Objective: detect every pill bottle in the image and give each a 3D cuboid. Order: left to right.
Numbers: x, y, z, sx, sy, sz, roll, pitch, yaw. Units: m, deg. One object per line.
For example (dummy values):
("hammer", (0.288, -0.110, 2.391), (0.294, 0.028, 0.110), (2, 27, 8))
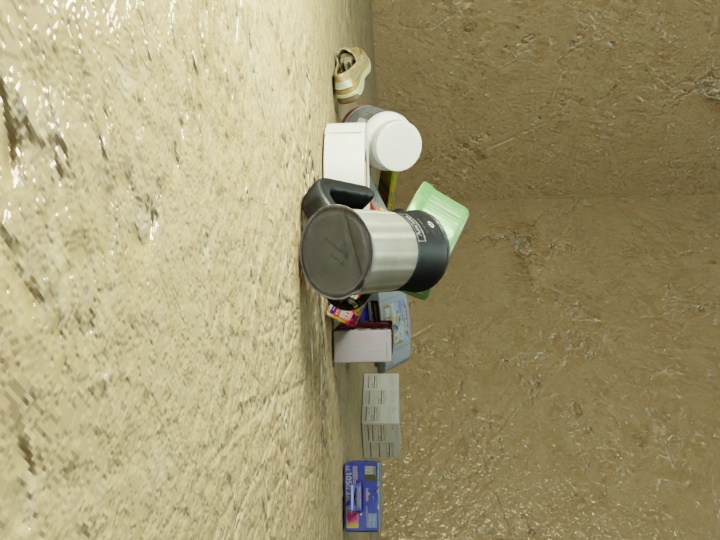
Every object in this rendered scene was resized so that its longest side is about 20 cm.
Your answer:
("pill bottle", (0.039, -0.264, 1.362), (0.200, 0.115, 0.117), (-136, -139, -63))

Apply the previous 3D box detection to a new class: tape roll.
("tape roll", (-0.022, -0.162, 1.214), (0.202, 0.070, 0.205), (-1, 90, -86))

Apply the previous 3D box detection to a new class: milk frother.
("milk frother", (-0.014, -0.006, 0.928), (0.187, 0.180, 0.201), (-2, 124, -53))

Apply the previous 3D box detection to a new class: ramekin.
("ramekin", (0.113, -0.046, 1.209), (0.201, 0.097, 0.200), (-63, 174, -11))

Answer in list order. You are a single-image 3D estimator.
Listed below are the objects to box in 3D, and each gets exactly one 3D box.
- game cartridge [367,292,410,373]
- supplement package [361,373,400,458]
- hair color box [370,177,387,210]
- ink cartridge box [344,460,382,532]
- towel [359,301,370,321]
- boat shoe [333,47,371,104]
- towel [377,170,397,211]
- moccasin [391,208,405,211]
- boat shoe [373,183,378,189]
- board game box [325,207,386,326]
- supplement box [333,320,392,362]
("game cartridge", (0.068, 0.118, 1.540), (0.133, 0.041, 0.202), (-14, 100, -53))
("supplement package", (0.064, 0.434, 2.042), (0.201, 0.110, 0.157), (-85, 173, -54))
("hair color box", (0.026, -0.109, 1.478), (0.201, 0.061, 0.102), (61, 18, -27))
("ink cartridge box", (0.007, 0.469, 1.427), (0.200, 0.076, 0.138), (80, 9, -75))
("towel", (0.039, 0.117, 1.564), (0.199, 0.049, 0.149), (12, 71, -57))
("boat shoe", (-0.021, -0.415, 1.372), (0.201, 0.071, 0.077), (-89, 160, -50))
("towel", (0.060, -0.230, 1.510), (0.086, 0.018, 0.201), (-121, -147, -53))
("moccasin", (0.062, -0.063, 1.721), (0.074, 0.077, 0.203), (26, -93, 58))
("boat shoe", (0.010, -0.183, 1.548), (0.073, 0.064, 0.202), (-117, -164, -67))
("board game box", (0.009, -0.001, 1.203), (0.201, 0.046, 0.152), (-64, 174, -3))
("supplement box", (0.009, 0.135, 1.318), (0.200, 0.108, 0.062), (-6, 95, -87))
